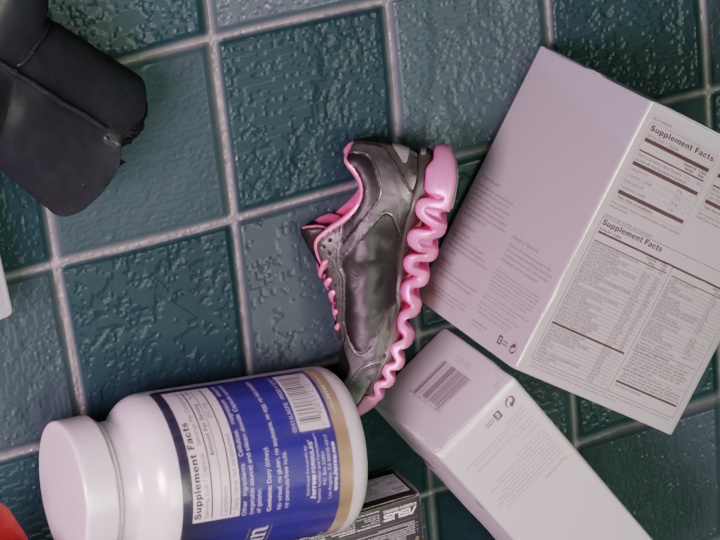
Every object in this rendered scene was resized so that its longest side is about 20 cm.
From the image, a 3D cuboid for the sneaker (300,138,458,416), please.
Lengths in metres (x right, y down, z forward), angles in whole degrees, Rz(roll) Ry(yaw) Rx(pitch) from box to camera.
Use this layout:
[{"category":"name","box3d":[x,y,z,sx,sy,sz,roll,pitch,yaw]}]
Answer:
[{"category":"sneaker","box3d":[0.000,0.000,1.780,0.095,0.079,0.200,14,102,-8]}]

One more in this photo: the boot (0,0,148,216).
[{"category":"boot","box3d":[-0.198,-0.150,1.614,0.168,0.076,0.201,31,74,-47]}]

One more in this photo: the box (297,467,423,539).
[{"category":"box","box3d":[-0.048,0.243,1.848,0.200,0.050,0.158,-15,115,-21]}]

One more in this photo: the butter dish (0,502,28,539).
[{"category":"butter dish","box3d":[-0.184,0.279,1.671,0.147,0.200,0.200,3,143,15]}]

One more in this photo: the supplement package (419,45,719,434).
[{"category":"supplement package","box3d":[0.170,-0.022,1.798,0.150,0.152,0.200,23,97,-32]}]

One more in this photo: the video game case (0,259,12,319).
[{"category":"video game case","box3d":[-0.308,-0.037,1.582,0.182,0.023,0.200,-25,113,-40]}]

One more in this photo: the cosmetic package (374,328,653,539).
[{"category":"cosmetic package","box3d":[0.111,0.146,1.857,0.081,0.113,0.200,-44,120,-6]}]

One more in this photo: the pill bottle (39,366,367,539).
[{"category":"pill bottle","box3d":[-0.106,0.132,1.739,0.200,0.116,0.116,-7,112,-24]}]
